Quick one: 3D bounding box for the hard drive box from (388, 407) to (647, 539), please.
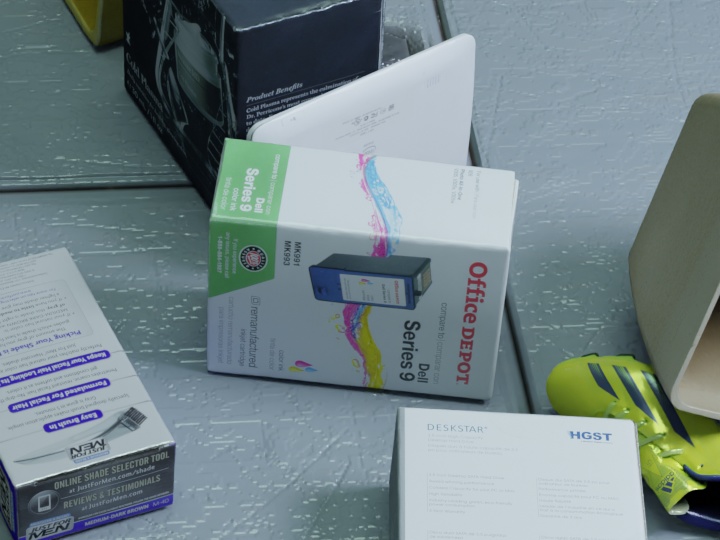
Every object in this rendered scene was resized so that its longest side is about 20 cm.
[{"bbox_3d":[0.096,0.183,1.574,0.156,0.077,0.200,4,43,-2],"label":"hard drive box"}]

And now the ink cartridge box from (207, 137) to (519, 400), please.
[{"bbox_3d":[0.000,0.000,1.710,0.200,0.145,0.088,6,43,0],"label":"ink cartridge box"}]

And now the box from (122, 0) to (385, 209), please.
[{"bbox_3d":[-0.081,-0.167,1.845,0.124,0.197,0.200,-17,47,-22],"label":"box"}]

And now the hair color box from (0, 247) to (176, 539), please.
[{"bbox_3d":[-0.207,0.080,1.667,0.109,0.065,0.200,-15,44,-21],"label":"hair color box"}]

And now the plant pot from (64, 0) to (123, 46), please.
[{"bbox_3d":[-0.144,-0.321,2.019,0.200,0.194,0.196,-11,45,-25],"label":"plant pot"}]

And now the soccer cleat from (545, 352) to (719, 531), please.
[{"bbox_3d":[0.202,0.117,1.663,0.200,0.065,0.084,27,48,21],"label":"soccer cleat"}]

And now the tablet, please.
[{"bbox_3d":[0.001,-0.083,1.811,0.200,0.130,0.014,-25,47,-29],"label":"tablet"}]

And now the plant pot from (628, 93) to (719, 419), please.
[{"bbox_3d":[0.290,-0.014,1.701,0.200,0.200,0.177,14,17,-23],"label":"plant pot"}]
